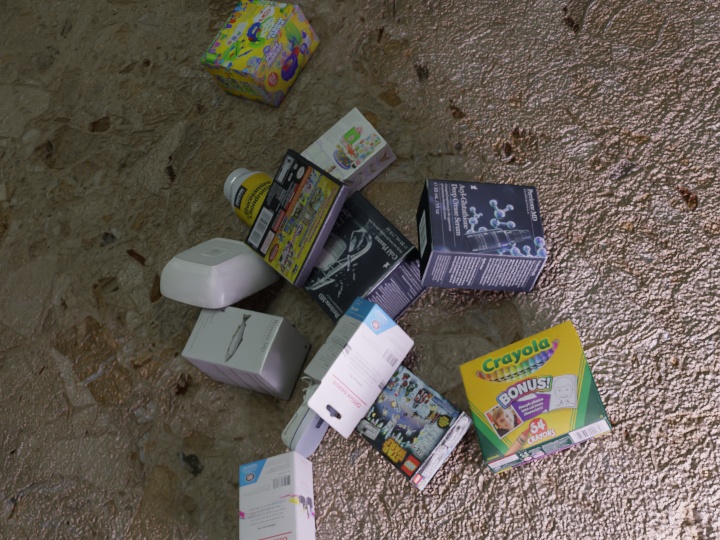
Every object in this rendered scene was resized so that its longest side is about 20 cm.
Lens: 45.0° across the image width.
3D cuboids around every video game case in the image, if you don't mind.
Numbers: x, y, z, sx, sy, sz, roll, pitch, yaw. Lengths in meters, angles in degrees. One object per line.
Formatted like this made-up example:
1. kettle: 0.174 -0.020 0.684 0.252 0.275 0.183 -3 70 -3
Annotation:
1. video game case: -0.120 -0.098 1.597 0.180 0.025 0.203 36 103 42

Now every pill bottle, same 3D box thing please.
1. pill bottle: -0.198 -0.136 1.799 0.113 0.112 0.199 -50 51 -7

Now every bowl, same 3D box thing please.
1. bowl: -0.280 -0.003 1.716 0.197 0.076 0.198 13 28 37

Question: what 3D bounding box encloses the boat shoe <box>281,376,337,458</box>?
1. boat shoe: -0.076 0.226 1.541 0.085 0.074 0.204 30 88 42

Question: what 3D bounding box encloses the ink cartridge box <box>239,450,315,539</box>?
1. ink cartridge box: -0.139 0.420 1.453 0.113 0.068 0.204 -18 54 19

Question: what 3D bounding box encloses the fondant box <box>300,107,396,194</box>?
1. fondant box: -0.043 -0.222 1.799 0.199 0.058 0.145 -40 50 3

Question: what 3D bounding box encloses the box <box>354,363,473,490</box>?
1. box: 0.076 0.249 1.429 0.138 0.040 0.199 -51 38 -6

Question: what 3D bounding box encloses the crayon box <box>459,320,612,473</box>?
1. crayon box: 0.270 0.198 1.363 0.197 0.058 0.175 -24 53 15

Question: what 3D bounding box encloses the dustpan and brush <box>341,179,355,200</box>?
1. dustpan and brush: -0.058 -0.077 1.698 0.057 0.139 0.202 35 99 6

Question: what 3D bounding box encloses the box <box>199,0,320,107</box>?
1. box: -0.236 -0.518 2.047 0.190 0.122 0.202 22 73 37

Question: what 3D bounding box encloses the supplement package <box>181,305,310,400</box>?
1. supplement package: -0.214 0.148 1.629 0.196 0.118 0.119 8 64 32

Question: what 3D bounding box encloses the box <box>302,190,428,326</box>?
1. box: 0.000 0.000 1.598 0.197 0.124 0.200 -45 50 0

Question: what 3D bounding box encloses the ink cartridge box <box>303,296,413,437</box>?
1. ink cartridge box: -0.013 0.162 1.465 0.201 0.116 0.066 -53 32 -12

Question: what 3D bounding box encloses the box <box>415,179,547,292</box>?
1. box: 0.201 -0.058 1.474 0.195 0.108 0.151 3 56 -7
